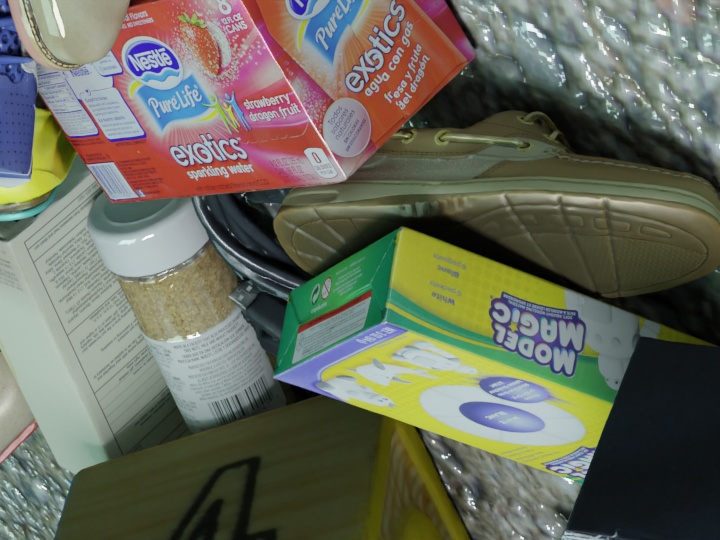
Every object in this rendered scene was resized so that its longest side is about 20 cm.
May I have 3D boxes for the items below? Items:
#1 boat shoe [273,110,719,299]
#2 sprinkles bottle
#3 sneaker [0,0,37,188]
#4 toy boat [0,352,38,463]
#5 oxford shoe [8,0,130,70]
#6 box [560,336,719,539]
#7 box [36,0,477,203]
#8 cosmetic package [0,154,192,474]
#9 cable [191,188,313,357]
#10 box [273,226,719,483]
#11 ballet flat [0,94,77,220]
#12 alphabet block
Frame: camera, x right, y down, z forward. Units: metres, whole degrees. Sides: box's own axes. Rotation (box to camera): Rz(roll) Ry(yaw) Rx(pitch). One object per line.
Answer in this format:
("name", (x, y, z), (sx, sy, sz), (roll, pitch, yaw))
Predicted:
("boat shoe", (0.060, -0.035, 0.864), (0.198, 0.067, 0.074), (3, 144, 22))
("sprinkles bottle", (-0.086, 0.038, 1.146), (0.068, 0.068, 0.201), (15, 139, 42))
("sneaker", (-0.167, -0.145, 0.884), (0.115, 0.080, 0.201), (-22, 70, 47))
("toy boat", (-0.304, 0.048, 1.413), (0.200, 0.130, 0.131), (47, 180, -2))
("oxford shoe", (-0.095, -0.175, 0.816), (0.073, 0.071, 0.202), (19, 107, 30))
("box", (0.196, 0.144, 0.803), (0.197, 0.124, 0.201), (6, 132, 21))
("box", (-0.058, -0.100, 0.911), (0.199, 0.095, 0.100), (-2, 126, 53))
("cosmetic package", (-0.155, 0.022, 1.180), (0.073, 0.103, 0.201), (20, 140, 39))
("cable", (0.000, 0.000, 1.021), (0.199, 0.051, 0.164), (30, 142, 31))
("box", (0.074, 0.047, 0.893), (0.199, 0.049, 0.117), (18, 158, -21))
("ballet flat", (-0.165, -0.087, 1.030), (0.066, 0.200, 0.068), (-8, 110, 4))
("alphabet block", (-0.046, 0.207, 1.100), (0.199, 0.197, 0.196), (-17, 122, 16))
